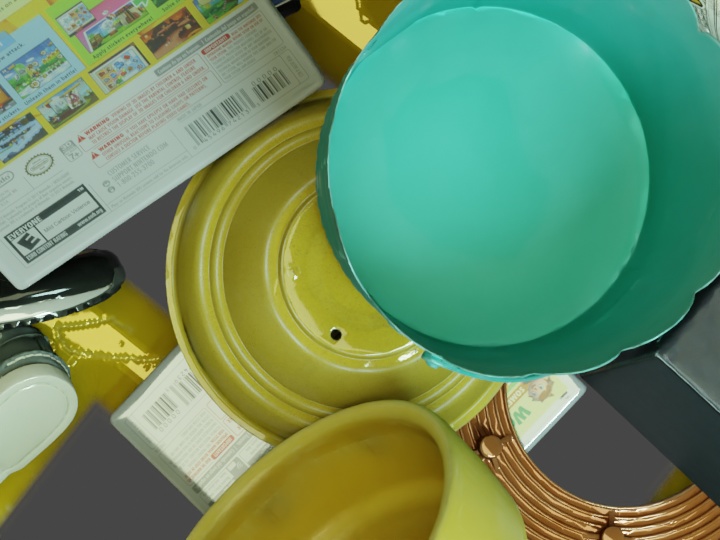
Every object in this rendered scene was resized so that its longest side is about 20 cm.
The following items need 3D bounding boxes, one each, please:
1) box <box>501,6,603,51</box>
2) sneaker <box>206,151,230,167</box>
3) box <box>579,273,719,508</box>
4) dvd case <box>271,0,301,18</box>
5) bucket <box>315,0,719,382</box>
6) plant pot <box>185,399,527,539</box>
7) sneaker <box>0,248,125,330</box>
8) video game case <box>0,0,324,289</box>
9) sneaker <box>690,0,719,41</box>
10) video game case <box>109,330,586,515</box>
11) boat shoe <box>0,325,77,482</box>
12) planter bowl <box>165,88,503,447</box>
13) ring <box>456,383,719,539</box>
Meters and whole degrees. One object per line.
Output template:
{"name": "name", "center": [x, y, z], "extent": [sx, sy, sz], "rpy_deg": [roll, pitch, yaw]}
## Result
{"name": "box", "center": [0.174, -0.167, 1.223], "extent": [0.199, 0.112, 0.102], "rpy_deg": [-2, 92, 6]}
{"name": "sneaker", "center": [-0.144, -0.104, 1.267], "extent": [0.199, 0.071, 0.080], "rpy_deg": [11, 96, 5]}
{"name": "box", "center": [0.228, 0.013, 1.162], "extent": [0.123, 0.200, 0.199], "rpy_deg": [41, 82, 0]}
{"name": "dvd case", "center": [-0.136, -0.191, 1.250], "extent": [0.142, 0.018, 0.201], "rpy_deg": [-27, 70, -2]}
{"name": "bucket", "center": [0.074, -0.048, 1.100], "extent": [0.206, 0.135, 0.209], "rpy_deg": [0, 89, -8]}
{"name": "plant pot", "center": [0.023, 0.199, 1.156], "extent": [0.201, 0.201, 0.189], "rpy_deg": [-42, 116, 4]}
{"name": "sneaker", "center": [-0.231, -0.011, 1.274], "extent": [0.199, 0.070, 0.091], "rpy_deg": [-6, 94, 6]}
{"name": "video game case", "center": [-0.144, -0.103, 1.170], "extent": [0.199, 0.023, 0.182], "rpy_deg": [-33, 129, 6]}
{"name": "sneaker", "center": [0.157, -0.145, 1.138], "extent": [0.082, 0.078, 0.201], "rpy_deg": [-35, 80, 8]}
{"name": "video game case", "center": [-0.008, 0.074, 1.286], "extent": [0.182, 0.022, 0.200], "rpy_deg": [44, 93, 2]}
{"name": "boat shoe", "center": [-0.244, 0.103, 1.294], "extent": [0.200, 0.073, 0.062], "rpy_deg": [-37, 45, 10]}
{"name": "planter bowl", "center": [0.000, 0.000, 1.200], "extent": [0.199, 0.083, 0.202], "rpy_deg": [0, 86, -7]}
{"name": "ring", "center": [0.143, 0.063, 1.261], "extent": [0.199, 0.019, 0.202], "rpy_deg": [1, 84, -5]}
